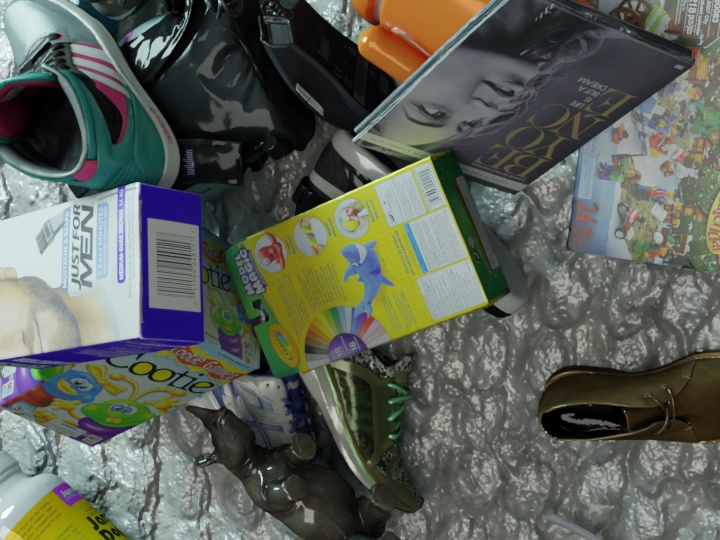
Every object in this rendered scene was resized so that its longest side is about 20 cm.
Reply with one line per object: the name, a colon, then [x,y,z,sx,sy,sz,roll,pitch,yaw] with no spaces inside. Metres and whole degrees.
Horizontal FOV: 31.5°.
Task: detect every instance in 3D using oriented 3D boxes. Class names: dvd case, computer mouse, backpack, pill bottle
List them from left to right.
pill bottle: [-0.275,0.256,1.154,0.200,0.104,0.104,40,112,5]
backpack: [-0.145,-0.118,1.007,0.199,0.126,0.168,-28,81,24]
computer mouse: [-0.048,-0.185,0.975,0.046,0.141,0.200,-33,130,31]
dvd case: [0.108,-0.119,0.884,0.200,0.148,0.016,-37,46,50]

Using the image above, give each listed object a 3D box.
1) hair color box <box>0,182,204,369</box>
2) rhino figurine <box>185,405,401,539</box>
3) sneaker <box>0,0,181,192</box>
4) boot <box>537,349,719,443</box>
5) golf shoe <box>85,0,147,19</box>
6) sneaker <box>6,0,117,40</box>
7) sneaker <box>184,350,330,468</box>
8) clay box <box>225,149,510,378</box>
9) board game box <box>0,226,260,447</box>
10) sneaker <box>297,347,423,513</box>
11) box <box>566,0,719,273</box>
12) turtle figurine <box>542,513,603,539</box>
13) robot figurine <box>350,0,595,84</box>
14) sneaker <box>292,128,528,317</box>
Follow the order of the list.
hair color box: [-0.204,0.009,0.936,0.199,0.065,0.110,-11,77,41]
rhino figurine: [-0.057,0.166,1.006,0.200,0.060,0.087,34,151,-3]
sneaker: [-0.226,-0.130,0.912,0.200,0.121,0.084,49,113,20]
boot: [0.232,0.106,0.963,0.199,0.075,0.074,-6,100,19]
golf shoe: [-0.172,-0.293,1.002,0.077,0.094,0.201,21,83,-1]
sneaker: [-0.252,-0.208,1.054,0.080,0.076,0.201,17,102,23]
sneaker: [-0.074,0.124,1.070,0.088,0.075,0.200,-43,88,22]
clay box: [0.000,0.000,0.959,0.199,0.048,0.115,-21,91,31]
board game box: [-0.187,0.052,1.038,0.199,0.103,0.105,-27,139,31]
sneaker: [0.013,0.105,1.044,0.088,0.077,0.201,-28,98,6]
box: [0.231,-0.104,0.930,0.136,0.038,0.201,9,106,17]
turtle figurine: [0.244,0.292,0.969,0.193,0.144,0.201,-13,103,17]
robot figurine: [0.071,-0.201,0.916,0.200,0.117,0.144,35,111,11]
sneaker: [0.031,-0.012,1.009,0.200,0.073,0.112,44,117,12]
